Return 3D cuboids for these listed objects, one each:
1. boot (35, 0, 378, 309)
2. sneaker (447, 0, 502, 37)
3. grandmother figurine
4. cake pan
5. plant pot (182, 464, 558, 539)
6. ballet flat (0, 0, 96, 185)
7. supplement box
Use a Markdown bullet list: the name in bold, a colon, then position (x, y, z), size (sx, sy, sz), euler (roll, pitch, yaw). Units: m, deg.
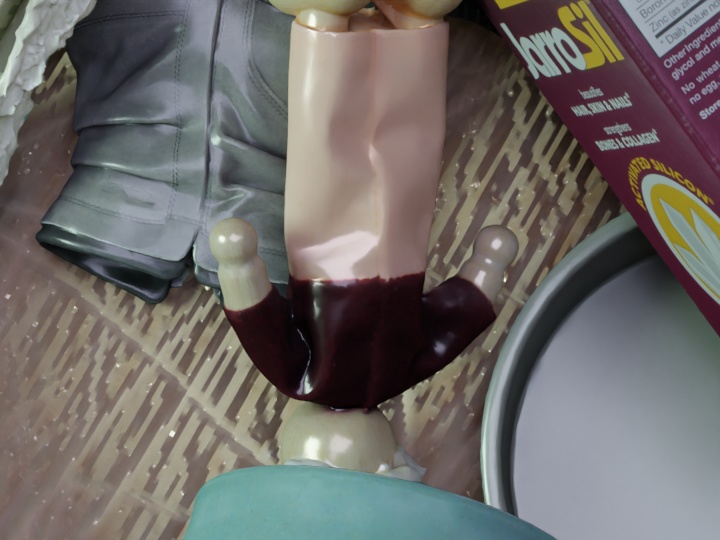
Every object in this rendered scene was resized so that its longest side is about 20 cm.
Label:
- **boot**: position (-0.091, -0.066, 1.060), size (0.199, 0.070, 0.132), euler (20, 82, 6)
- **sneaker**: position (0.054, -0.128, 1.078), size (0.200, 0.060, 0.104), euler (30, 42, -22)
- **grandmother figurine**: position (0.000, 0.000, 1.025), size (0.121, 0.061, 0.201), euler (1, 101, -21)
- **cake pan**: position (0.140, 0.070, 1.056), size (0.200, 0.037, 0.201), euler (1, 77, -3)
- **plant pot**: position (-0.007, 0.171, 0.951), size (0.199, 0.200, 0.188), euler (14, 69, 0)
- **ballet flat**: position (-0.144, -0.071, 1.016), size (0.072, 0.072, 0.200), euler (31, 105, 4)
- **supplement box**: position (0.126, -0.059, 0.985), size (0.086, 0.110, 0.200), euler (-38, 98, -12)
